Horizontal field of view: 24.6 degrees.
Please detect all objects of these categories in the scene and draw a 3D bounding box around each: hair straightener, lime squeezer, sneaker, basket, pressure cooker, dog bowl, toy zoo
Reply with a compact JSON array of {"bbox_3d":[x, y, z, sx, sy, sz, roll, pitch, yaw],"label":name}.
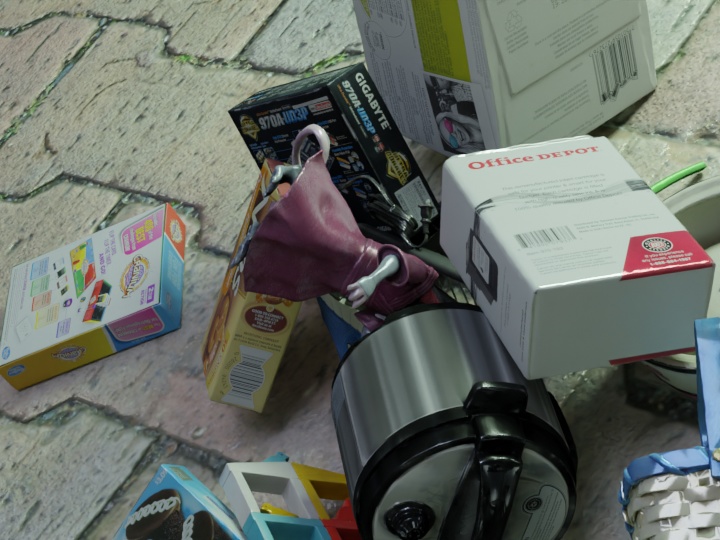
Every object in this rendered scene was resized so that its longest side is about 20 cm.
[{"bbox_3d":[0.046,-0.029,1.428,0.200,0.041,0.077,37,109,39],"label":"hair straightener"},{"bbox_3d":[0.236,-0.033,1.403,0.070,0.038,0.200,20,59,11],"label":"lime squeezer"},{"bbox_3d":[0.028,0.068,1.449,0.078,0.089,0.200,-25,55,-19],"label":"sneaker"},{"bbox_3d":[0.248,0.155,1.125,0.138,0.176,0.201,-10,60,9],"label":"basket"},{"bbox_3d":[0.071,0.146,1.257,0.178,0.176,0.200,-29,36,11],"label":"pressure cooker"},{"bbox_3d":[0.297,0.019,1.302,0.199,0.074,0.201,-19,42,18],"label":"dog bowl"},{"bbox_3d":[-0.033,0.210,1.314,0.021,0.131,0.200,-64,33,23],"label":"toy zoo"}]

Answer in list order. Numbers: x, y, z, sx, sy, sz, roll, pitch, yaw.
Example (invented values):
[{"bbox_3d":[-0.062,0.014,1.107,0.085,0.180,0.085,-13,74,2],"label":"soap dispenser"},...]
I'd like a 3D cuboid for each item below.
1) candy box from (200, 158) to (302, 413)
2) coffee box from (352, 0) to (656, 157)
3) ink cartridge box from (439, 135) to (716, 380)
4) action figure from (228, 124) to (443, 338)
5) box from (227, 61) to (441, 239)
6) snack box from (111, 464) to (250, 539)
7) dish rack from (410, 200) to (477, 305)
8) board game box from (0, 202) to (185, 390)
[{"bbox_3d":[-0.087,0.012,1.488,0.116,0.055,0.201,-115,44,-66],"label":"candy box"},{"bbox_3d":[0.129,-0.237,1.533,0.199,0.201,0.198,-32,37,-25],"label":"coffee box"},{"bbox_3d":[0.159,-0.015,1.267,0.145,0.084,0.200,-9,34,-14],"label":"ink cartridge box"},{"bbox_3d":[0.000,0.000,1.367,0.199,0.134,0.149,26,53,-2],"label":"action figure"},{"bbox_3d":[-0.027,-0.101,1.534,0.046,0.159,0.200,-36,16,-27],"label":"box"},{"bbox_3d":[-0.167,0.271,1.329,0.116,0.037,0.200,38,100,26],"label":"snack box"},{"bbox_3d":[0.123,0.004,1.454,0.153,0.055,0.200,-44,41,-8],"label":"dish rack"},{"bbox_3d":[-0.280,0.027,1.723,0.199,0.040,0.153,-21,42,17],"label":"board game box"}]
